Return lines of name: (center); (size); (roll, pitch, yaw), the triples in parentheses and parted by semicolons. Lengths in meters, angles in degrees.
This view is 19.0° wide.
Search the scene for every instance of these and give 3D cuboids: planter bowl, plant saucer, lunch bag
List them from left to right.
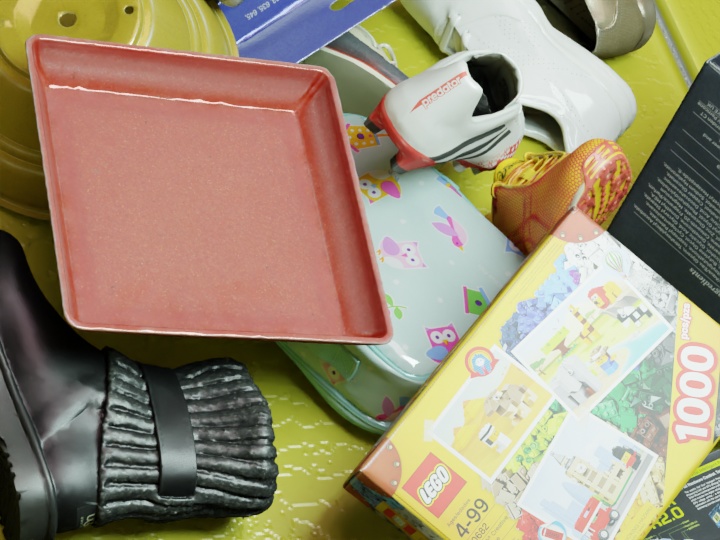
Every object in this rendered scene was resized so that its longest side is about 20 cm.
planter bowl: (-0.176, -0.137, 1.330); (0.200, 0.084, 0.201); (-1, 66, 1)
plant saucer: (-0.094, -0.039, 1.248); (0.199, 0.037, 0.200); (4, 57, -27)
lunch bag: (0.000, 0.000, 1.342); (0.200, 0.077, 0.160); (43, 50, 16)

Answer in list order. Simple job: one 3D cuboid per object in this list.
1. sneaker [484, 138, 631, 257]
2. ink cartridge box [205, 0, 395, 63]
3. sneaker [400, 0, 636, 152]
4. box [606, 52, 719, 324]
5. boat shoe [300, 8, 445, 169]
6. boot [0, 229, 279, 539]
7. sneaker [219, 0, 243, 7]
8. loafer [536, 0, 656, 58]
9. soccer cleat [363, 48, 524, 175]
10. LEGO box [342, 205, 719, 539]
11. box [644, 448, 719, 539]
sneaker: (0.114, -0.042, 1.352); (0.073, 0.200, 0.077); (-42, 85, -18)
ink cartridge box: (-0.049, -0.232, 1.462); (0.197, 0.047, 0.200); (-35, 45, -21)
sneaker: (0.096, -0.146, 1.518); (0.200, 0.075, 0.089); (37, 59, 9)
box: (0.266, -0.064, 1.422); (0.107, 0.200, 0.148); (43, 47, 17)
boat shoe: (-0.012, -0.140, 1.466); (0.200, 0.071, 0.063); (33, 48, 14)
boot: (-0.145, 0.057, 1.227); (0.157, 0.079, 0.212); (-10, 66, -21)
sneaker: (-0.107, -0.261, 1.403); (0.082, 0.075, 0.200); (25, 32, -33)
loafer: (0.130, -0.230, 1.596); (0.200, 0.076, 0.067); (39, 41, 12)
soccer cleat: (0.075, -0.105, 1.359); (0.069, 0.085, 0.200); (59, 24, 9)
LEGO box: (0.111, 0.090, 1.229); (0.149, 0.077, 0.200); (39, 74, 2)
box: (0.244, 0.186, 1.305); (0.200, 0.044, 0.160); (-18, 59, -34)
